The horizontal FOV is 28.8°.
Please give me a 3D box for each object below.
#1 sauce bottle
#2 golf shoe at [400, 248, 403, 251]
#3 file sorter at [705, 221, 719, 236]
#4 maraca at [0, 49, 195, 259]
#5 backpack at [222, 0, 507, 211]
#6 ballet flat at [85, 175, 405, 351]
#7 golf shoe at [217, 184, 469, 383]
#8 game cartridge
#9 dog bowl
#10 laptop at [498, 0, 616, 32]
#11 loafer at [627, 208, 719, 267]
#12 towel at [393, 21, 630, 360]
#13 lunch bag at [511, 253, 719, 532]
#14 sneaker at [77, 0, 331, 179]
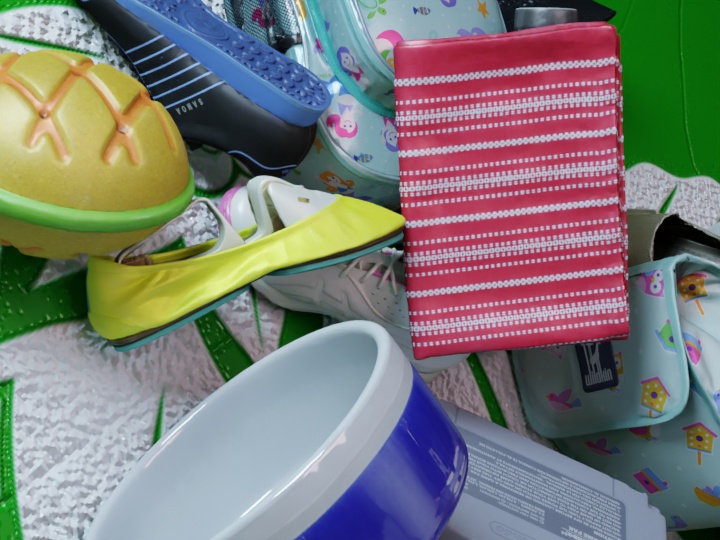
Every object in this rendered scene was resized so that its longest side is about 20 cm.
[{"bbox_3d":[0.116,-0.069,0.908,0.065,0.065,0.201,-9,103,-45],"label":"sauce bottle"},{"bbox_3d":[0.118,-0.053,0.984,0.097,0.078,0.200,38,84,-16],"label":"golf shoe"},{"bbox_3d":[0.321,0.022,1.121,0.124,0.200,0.139,-23,82,-51],"label":"file sorter"},{"bbox_3d":[-0.185,-0.065,0.750,0.199,0.107,0.137,6,30,-27],"label":"maraca"},{"bbox_3d":[0.010,-0.142,0.945,0.177,0.150,0.201,-3,81,-38],"label":"backpack"},{"bbox_3d":[-0.067,-0.017,0.819,0.199,0.067,0.067,-22,101,-17],"label":"ballet flat"},{"bbox_3d":[0.000,0.000,0.908,0.200,0.091,0.076,35,53,-26],"label":"golf shoe"},{"bbox_3d":[0.101,0.156,0.893,0.199,0.041,0.133,25,25,-2],"label":"game cartridge"},{"bbox_3d":[-0.045,0.119,0.731,0.079,0.200,0.200,53,45,-16],"label":"dog bowl"},{"bbox_3d":[0.090,-0.257,1.093,0.200,0.104,0.177,31,40,23],"label":"laptop"},{"bbox_3d":[0.215,-0.014,1.052,0.076,0.199,0.067,-67,154,-24],"label":"loafer"},{"bbox_3d":[0.096,-0.049,0.866,0.144,0.022,0.201,-5,97,-5],"label":"towel"},{"bbox_3d":[0.215,0.086,1.014,0.200,0.170,0.122,52,54,-14],"label":"lunch bag"},{"bbox_3d":[-0.115,-0.128,0.868,0.200,0.078,0.070,37,30,7],"label":"sneaker"}]
